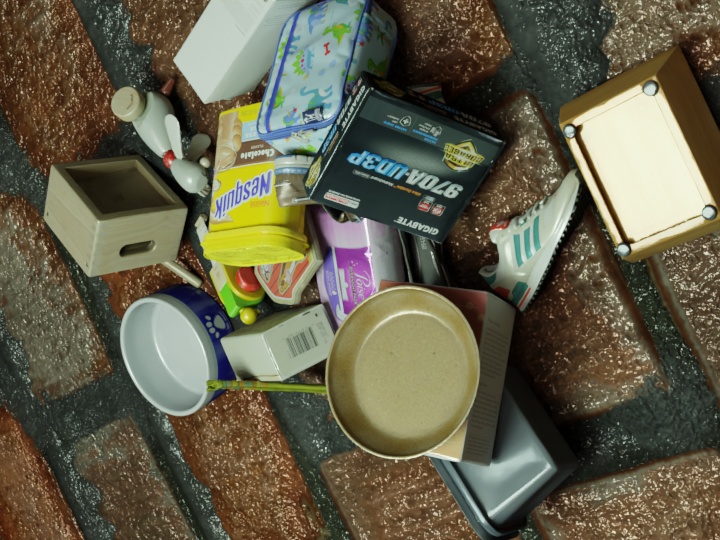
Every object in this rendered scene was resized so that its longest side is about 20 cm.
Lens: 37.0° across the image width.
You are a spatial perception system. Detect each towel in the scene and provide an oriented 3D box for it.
[{"bbox_3d":[-0.120,0.170,1.553,0.086,0.197,0.018,164,109,-71],"label":"towel"}]

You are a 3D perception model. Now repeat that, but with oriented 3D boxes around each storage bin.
[{"bbox_3d":[0.183,0.225,1.386,0.134,0.145,0.201,-42,64,23],"label":"storage bin"}]

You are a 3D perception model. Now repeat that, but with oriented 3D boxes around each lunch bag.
[{"bbox_3d":[-0.046,-0.241,1.348,0.159,0.082,0.203,-5,62,41],"label":"lunch bag"}]

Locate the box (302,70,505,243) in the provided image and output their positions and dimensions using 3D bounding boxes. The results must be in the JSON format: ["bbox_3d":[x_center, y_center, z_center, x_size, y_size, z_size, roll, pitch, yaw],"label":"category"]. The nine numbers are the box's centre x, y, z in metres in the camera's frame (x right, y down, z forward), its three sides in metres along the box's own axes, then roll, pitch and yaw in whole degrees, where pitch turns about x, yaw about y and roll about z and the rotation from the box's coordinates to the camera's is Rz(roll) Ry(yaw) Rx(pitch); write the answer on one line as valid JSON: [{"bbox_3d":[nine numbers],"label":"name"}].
[{"bbox_3d":[0.052,-0.131,1.288,0.160,0.198,0.046,-58,32,26],"label":"box"}]

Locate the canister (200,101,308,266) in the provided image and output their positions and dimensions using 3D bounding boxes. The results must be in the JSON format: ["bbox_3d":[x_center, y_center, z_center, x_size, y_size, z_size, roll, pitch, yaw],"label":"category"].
[{"bbox_3d":[-0.136,-0.117,1.448,0.147,0.086,0.203,-6,74,37],"label":"canister"}]

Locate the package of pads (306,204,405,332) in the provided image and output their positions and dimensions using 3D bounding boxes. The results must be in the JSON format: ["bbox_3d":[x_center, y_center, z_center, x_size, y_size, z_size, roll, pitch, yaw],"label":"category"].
[{"bbox_3d":[0.000,0.000,1.474,0.119,0.075,0.203,5,109,40],"label":"package of pads"}]

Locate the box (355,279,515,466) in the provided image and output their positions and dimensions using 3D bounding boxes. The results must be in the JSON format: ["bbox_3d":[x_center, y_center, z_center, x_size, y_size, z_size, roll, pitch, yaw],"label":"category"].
[{"bbox_3d":[0.091,0.126,1.326,0.150,0.106,0.203,6,80,28],"label":"box"}]

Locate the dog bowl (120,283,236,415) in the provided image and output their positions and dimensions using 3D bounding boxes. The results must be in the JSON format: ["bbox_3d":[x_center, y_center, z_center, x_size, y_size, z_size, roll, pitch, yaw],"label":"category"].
[{"bbox_3d":[-0.294,0.127,1.744,0.198,0.079,0.203,15,116,32],"label":"dog bowl"}]

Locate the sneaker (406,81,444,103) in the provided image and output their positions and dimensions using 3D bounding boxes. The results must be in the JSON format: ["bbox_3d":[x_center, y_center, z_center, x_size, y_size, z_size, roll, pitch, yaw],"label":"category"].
[{"bbox_3d":[0.033,-0.166,1.378,0.198,0.070,0.095,-21,90,37],"label":"sneaker"}]

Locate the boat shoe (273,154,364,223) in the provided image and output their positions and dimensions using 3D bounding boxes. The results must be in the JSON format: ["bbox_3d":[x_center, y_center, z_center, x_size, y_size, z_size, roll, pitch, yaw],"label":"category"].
[{"bbox_3d":[-0.018,-0.097,1.363,0.072,0.197,0.074,177,98,-69],"label":"boat shoe"}]

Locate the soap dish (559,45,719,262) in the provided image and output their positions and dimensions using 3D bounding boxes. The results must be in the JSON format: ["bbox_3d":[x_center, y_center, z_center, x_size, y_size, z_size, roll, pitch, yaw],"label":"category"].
[{"bbox_3d":[0.318,-0.119,1.184,0.156,0.081,0.202,-24,93,40],"label":"soap dish"}]

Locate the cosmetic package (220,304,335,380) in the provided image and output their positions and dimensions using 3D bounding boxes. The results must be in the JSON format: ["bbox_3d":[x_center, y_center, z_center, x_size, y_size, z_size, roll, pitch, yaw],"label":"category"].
[{"bbox_3d":[-0.117,0.105,1.538,0.074,0.103,0.200,66,157,-4],"label":"cosmetic package"}]

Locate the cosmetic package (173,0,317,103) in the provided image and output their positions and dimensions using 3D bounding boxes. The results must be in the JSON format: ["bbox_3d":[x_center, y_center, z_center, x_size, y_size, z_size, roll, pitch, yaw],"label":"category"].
[{"bbox_3d":[-0.152,-0.326,1.445,0.085,0.107,0.200,53,128,9],"label":"cosmetic package"}]

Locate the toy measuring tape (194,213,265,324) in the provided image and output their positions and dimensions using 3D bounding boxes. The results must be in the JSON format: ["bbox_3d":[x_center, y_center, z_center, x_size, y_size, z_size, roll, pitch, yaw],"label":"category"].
[{"bbox_3d":[-0.193,-0.002,1.643,0.074,0.073,0.202,-51,52,38],"label":"toy measuring tape"}]

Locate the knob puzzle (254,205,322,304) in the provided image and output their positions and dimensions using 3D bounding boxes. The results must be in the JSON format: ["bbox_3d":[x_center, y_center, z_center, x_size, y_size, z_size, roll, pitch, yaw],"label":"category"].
[{"bbox_3d":[-0.122,-0.042,1.527,0.219,0.030,0.223,11,103,62],"label":"knob puzzle"}]

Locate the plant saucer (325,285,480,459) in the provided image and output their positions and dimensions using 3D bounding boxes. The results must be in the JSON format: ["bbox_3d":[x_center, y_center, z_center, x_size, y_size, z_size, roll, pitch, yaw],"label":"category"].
[{"bbox_3d":[0.053,0.120,1.265,0.198,0.035,0.203,-6,75,25],"label":"plant saucer"}]

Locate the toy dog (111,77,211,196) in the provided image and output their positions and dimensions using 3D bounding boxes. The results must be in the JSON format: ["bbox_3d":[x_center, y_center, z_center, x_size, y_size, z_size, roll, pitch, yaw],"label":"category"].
[{"bbox_3d":[-0.273,-0.210,1.590,0.200,0.132,0.096,45,97,5],"label":"toy dog"}]

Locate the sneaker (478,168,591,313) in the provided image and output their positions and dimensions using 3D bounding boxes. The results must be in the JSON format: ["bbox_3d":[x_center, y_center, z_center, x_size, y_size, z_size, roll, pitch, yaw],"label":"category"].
[{"bbox_3d":[0.205,-0.047,1.304,0.093,0.070,0.201,32,127,16],"label":"sneaker"}]

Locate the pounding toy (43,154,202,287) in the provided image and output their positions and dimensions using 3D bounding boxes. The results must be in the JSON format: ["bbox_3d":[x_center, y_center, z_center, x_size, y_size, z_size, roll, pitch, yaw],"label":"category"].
[{"bbox_3d":[-0.359,-0.067,1.669,0.184,0.198,0.143,44,129,33],"label":"pounding toy"}]

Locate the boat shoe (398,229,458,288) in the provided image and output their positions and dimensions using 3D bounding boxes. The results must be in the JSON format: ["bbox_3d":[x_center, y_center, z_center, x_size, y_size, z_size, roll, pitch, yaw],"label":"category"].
[{"bbox_3d":[0.088,0.007,1.423,0.066,0.057,0.203,-6,104,38],"label":"boat shoe"}]
